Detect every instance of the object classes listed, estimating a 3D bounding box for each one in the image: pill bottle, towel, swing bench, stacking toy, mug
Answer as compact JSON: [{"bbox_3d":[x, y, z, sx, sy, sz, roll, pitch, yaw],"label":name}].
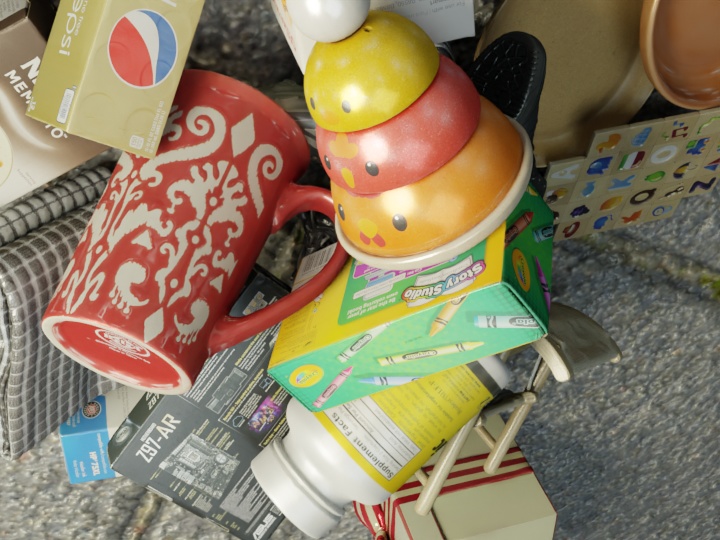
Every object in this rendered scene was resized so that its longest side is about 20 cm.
[{"bbox_3d":[0.012,0.113,0.728,0.200,0.111,0.111,-43,129,-1],"label":"pill bottle"},{"bbox_3d":[-0.237,0.037,0.724,0.085,0.166,0.200,23,126,17],"label":"towel"},{"bbox_3d":[0.121,0.104,0.878,0.200,0.130,0.199,-48,159,19],"label":"swing bench"},{"bbox_3d":[0.010,-0.111,0.577,0.146,0.146,0.200,-31,127,7],"label":"stacking toy"},{"bbox_3d":[-0.113,-0.022,0.645,0.177,0.200,0.133,7,149,25],"label":"mug"}]

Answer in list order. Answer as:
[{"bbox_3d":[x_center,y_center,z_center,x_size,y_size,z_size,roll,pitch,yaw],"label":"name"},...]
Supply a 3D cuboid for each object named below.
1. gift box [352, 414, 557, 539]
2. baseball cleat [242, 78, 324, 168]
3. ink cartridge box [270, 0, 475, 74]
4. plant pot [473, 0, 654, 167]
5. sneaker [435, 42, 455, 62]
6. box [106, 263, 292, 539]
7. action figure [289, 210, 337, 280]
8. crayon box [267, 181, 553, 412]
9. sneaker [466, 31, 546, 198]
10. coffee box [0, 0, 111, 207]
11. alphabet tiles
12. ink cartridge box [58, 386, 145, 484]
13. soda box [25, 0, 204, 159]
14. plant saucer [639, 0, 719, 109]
[{"bbox_3d":[0.099,0.302,1.043,0.186,0.185,0.200,-9,123,-14],"label":"gift box"},{"bbox_3d":[-0.027,-0.097,0.724,0.200,0.070,0.107,3,118,8],"label":"baseball cleat"},{"bbox_3d":[-0.004,-0.236,0.617,0.125,0.129,0.200,-14,130,-6],"label":"ink cartridge box"},{"bbox_3d":[0.175,-0.181,0.770,0.200,0.027,0.200,-16,131,-19],"label":"plant pot"},{"bbox_3d":[0.060,-0.105,0.791,0.087,0.074,0.200,-17,121,11],"label":"sneaker"},{"bbox_3d":[-0.090,0.116,0.778,0.160,0.044,0.200,36,91,-25],"label":"box"},{"bbox_3d":[0.000,0.000,0.815,0.200,0.119,0.102,33,74,-43],"label":"action figure"},{"bbox_3d":[0.035,0.016,0.654,0.200,0.119,0.058,-23,125,32],"label":"crayon box"},{"bbox_3d":[0.111,-0.083,0.725,0.104,0.060,0.200,0,116,-51],"label":"sneaker"},{"bbox_3d":[-0.288,-0.106,0.657,0.200,0.080,0.114,-28,130,4],"label":"coffee box"},{"bbox_3d":[0.260,-0.088,0.867,0.200,0.006,0.167,-12,150,-10],"label":"alphabet tiles"},{"bbox_3d":[-0.171,0.118,0.850,0.200,0.116,0.067,-6,128,-13],"label":"ink cartridge box"},{"bbox_3d":[-0.146,-0.181,0.597,0.068,0.064,0.200,15,97,-46],"label":"soda box"},{"bbox_3d":[0.310,-0.233,0.765,0.200,0.037,0.200,-17,130,-21],"label":"plant saucer"}]
